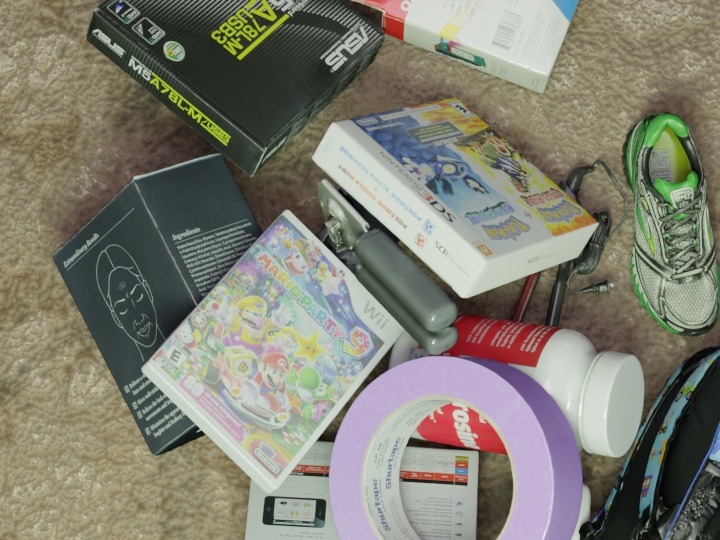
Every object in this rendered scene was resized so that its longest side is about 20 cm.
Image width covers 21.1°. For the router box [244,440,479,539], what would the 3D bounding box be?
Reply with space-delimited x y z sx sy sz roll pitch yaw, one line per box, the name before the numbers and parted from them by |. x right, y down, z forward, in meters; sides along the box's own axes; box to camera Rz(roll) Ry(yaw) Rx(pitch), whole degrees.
router box | -0.001 0.237 1.644 0.198 0.049 0.181 4 57 2

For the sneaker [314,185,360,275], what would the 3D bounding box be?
sneaker | 0.000 0.000 1.685 0.200 0.075 0.114 -45 62 1

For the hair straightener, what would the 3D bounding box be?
hair straightener | 0.190 -0.003 1.718 0.076 0.041 0.202 20 79 4

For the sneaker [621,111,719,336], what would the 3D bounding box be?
sneaker | 0.270 -0.041 1.693 0.077 0.085 0.202 -12 83 -1

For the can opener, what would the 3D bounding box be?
can opener | 0.029 -0.013 1.589 0.066 0.054 0.200 -25 47 -21

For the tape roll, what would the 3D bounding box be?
tape roll | 0.075 0.170 1.553 0.198 0.065 0.202 -2 86 28

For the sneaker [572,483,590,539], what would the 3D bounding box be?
sneaker | 0.181 0.281 1.666 0.086 0.074 0.202 7 89 -10

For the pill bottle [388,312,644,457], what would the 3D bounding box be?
pill bottle | 0.131 0.099 1.628 0.198 0.112 0.113 7 81 29

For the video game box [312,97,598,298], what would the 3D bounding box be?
video game box | 0.083 -0.066 1.633 0.182 0.199 0.047 45 121 18

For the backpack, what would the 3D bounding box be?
backpack | 0.288 0.168 1.585 0.134 0.183 0.201 27 77 -5

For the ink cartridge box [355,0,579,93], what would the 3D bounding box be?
ink cartridge box | 0.094 -0.252 1.736 0.198 0.067 0.117 22 82 4

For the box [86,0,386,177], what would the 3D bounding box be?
box | -0.107 -0.204 1.697 0.193 0.048 0.200 38 51 8

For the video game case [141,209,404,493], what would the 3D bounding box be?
video game case | -0.067 0.062 1.568 0.143 0.018 0.200 44 54 -5

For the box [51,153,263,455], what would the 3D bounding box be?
box | -0.148 0.029 1.647 0.107 0.148 0.201 -21 80 -44
